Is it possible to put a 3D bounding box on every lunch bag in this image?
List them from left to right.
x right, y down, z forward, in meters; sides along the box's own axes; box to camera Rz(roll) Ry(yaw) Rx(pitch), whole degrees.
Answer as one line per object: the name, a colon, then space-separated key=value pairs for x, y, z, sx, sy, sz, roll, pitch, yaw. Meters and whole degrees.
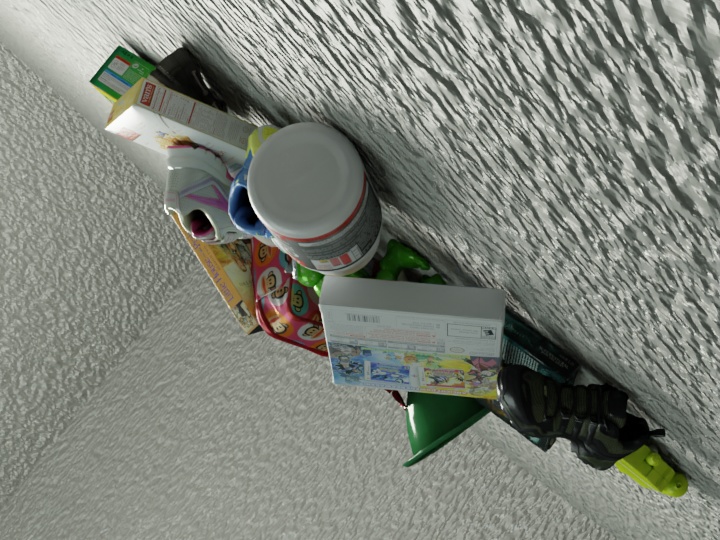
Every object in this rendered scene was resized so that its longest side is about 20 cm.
lunch bag: x=-0.061 y=0.008 z=1.594 sx=0.175 sy=0.082 sz=0.202 roll=23 pitch=-132 yaw=-41

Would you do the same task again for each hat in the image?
hat: x=0.079 y=0.144 z=1.587 sx=0.177 sy=0.165 sz=0.200 roll=56 pitch=172 yaw=11

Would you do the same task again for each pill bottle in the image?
pill bottle: x=-0.039 y=-0.064 z=1.221 sx=0.115 sy=0.116 sz=0.200 roll=37 pitch=173 yaw=17

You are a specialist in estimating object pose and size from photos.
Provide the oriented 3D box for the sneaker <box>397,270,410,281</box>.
sneaker: x=0.068 y=0.039 z=1.663 sx=0.092 sy=0.071 sz=0.200 roll=17 pitch=168 yaw=4

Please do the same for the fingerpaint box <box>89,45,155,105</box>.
fingerpaint box: x=-0.254 y=-0.208 z=1.653 sx=0.199 sy=0.074 sz=0.167 roll=33 pitch=172 yaw=38

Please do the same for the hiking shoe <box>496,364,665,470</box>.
hiking shoe: x=0.235 y=0.143 z=1.282 sx=0.199 sy=0.076 sz=0.100 roll=29 pitch=136 yaw=-29

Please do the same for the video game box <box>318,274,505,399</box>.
video game box: x=0.061 y=0.077 z=1.327 sx=0.198 sy=0.047 sz=0.183 roll=5 pitch=145 yaw=7

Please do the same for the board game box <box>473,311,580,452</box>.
board game box: x=0.186 y=0.128 z=1.417 sx=0.135 sy=0.028 sz=0.201 roll=36 pitch=155 yaw=20

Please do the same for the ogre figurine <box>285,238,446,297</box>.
ogre figurine: x=0.000 y=0.000 z=1.443 sx=0.200 sy=0.120 sz=0.098 roll=41 pitch=173 yaw=-26

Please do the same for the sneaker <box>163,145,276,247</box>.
sneaker: x=-0.164 y=-0.068 z=1.410 sx=0.081 sy=0.089 sz=0.199 roll=3 pitch=158 yaw=44

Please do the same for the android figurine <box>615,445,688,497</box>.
android figurine: x=0.326 y=0.221 z=1.488 sx=0.182 sy=0.041 sz=0.200 roll=39 pitch=174 yaw=8

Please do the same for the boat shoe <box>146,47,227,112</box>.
boat shoe: x=-0.189 y=-0.206 z=1.433 sx=0.067 sy=0.057 sz=0.200 roll=40 pitch=180 yaw=19

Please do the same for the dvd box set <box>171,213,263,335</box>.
dvd box set: x=-0.157 y=-0.012 z=1.619 sx=0.201 sy=0.029 sz=0.146 roll=57 pitch=-151 yaw=12

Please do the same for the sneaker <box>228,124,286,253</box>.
sneaker: x=-0.107 y=-0.064 z=1.324 sx=0.075 sy=0.105 sz=0.201 roll=17 pitch=146 yaw=22

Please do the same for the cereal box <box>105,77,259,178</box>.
cereal box: x=-0.185 y=-0.154 z=1.382 sx=0.198 sy=0.040 sz=0.144 roll=21 pitch=167 yaw=-21
